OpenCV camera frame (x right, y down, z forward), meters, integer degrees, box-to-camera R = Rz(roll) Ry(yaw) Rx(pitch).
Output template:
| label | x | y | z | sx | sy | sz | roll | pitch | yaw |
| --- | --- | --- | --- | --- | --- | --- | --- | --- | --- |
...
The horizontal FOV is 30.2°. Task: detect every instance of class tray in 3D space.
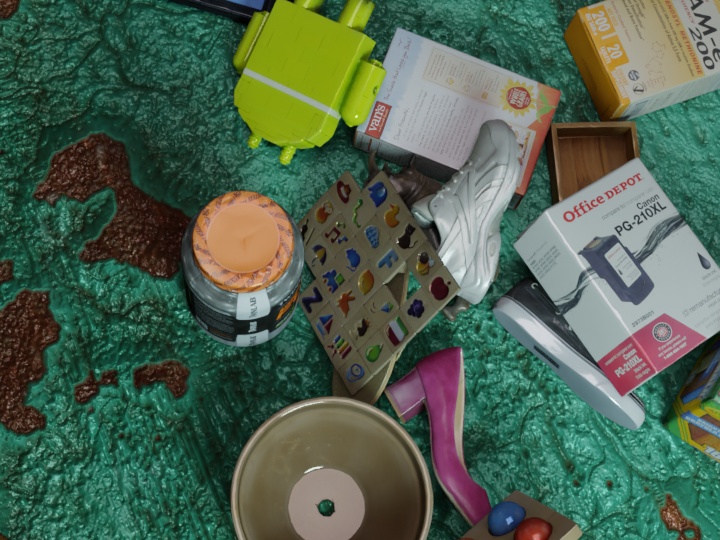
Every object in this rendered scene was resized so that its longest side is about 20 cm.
| label | x | y | z | sx | sy | sz | roll | pitch | yaw |
| --- | --- | --- | --- | --- | --- | --- | --- | --- | --- |
| tray | 0.265 | -0.065 | 1.481 | 0.098 | 0.037 | 0.201 | -2 | 73 | -6 |

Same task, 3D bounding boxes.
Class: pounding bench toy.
| label | x | y | z | sx | sy | sz | roll | pitch | yaw |
| --- | --- | --- | --- | --- | --- | --- | --- | --- | --- |
| pounding bench toy | 0.134 | 0.334 | 1.279 | 0.200 | 0.124 | 0.156 | -38 | 108 | -14 |

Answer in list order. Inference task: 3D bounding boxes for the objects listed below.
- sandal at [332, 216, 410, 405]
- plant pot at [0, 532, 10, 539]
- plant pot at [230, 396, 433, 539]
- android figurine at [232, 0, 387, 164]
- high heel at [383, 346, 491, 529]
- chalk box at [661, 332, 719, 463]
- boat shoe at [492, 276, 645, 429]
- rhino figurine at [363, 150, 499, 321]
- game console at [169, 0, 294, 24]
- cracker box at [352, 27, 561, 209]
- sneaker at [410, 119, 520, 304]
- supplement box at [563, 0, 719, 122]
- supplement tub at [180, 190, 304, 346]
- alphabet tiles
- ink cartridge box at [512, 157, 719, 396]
| label | x | y | z | sx | sy | sz | roll | pitch | yaw |
| --- | --- | --- | --- | --- | --- | --- | --- | --- | --- |
| sandal | 0.032 | 0.054 | 1.406 | 0.077 | 0.069 | 0.213 | 9 | 88 | 42 |
| plant pot | -0.348 | 0.357 | 1.232 | 0.140 | 0.200 | 0.201 | 37 | 74 | -11 |
| plant pot | -0.031 | 0.233 | 1.338 | 0.199 | 0.093 | 0.202 | 1 | 75 | -5 |
| android figurine | -0.062 | -0.216 | 1.457 | 0.181 | 0.041 | 0.201 | 25 | 95 | 24 |
| high heel | 0.111 | 0.178 | 1.382 | 0.096 | 0.067 | 0.201 | -31 | 66 | -2 |
| chalk box | 0.414 | 0.124 | 1.355 | 0.124 | 0.200 | 0.124 | 32 | 74 | 5 |
| boat shoe | 0.233 | 0.083 | 1.423 | 0.200 | 0.070 | 0.066 | 40 | 76 | 14 |
| rhino figurine | 0.072 | -0.050 | 1.444 | 0.087 | 0.060 | 0.200 | -36 | 83 | -12 |
| game console | -0.143 | -0.386 | 1.491 | 0.199 | 0.118 | 0.172 | 16 | 73 | 0 |
| cracker box | 0.106 | -0.168 | 1.484 | 0.199 | 0.058 | 0.135 | 22 | 74 | 0 |
| sneaker | 0.105 | -0.072 | 1.384 | 0.099 | 0.078 | 0.201 | 15 | 71 | -5 |
| supplement box | 0.351 | -0.259 | 1.524 | 0.199 | 0.074 | 0.127 | -20 | 78 | -11 |
| supplement tub | -0.118 | -0.002 | 1.341 | 0.122 | 0.200 | 0.123 | 1 | 75 | -5 |
| alphabet tiles | 0.000 | 0.000 | 1.390 | 0.167 | 0.008 | 0.201 | -46 | 57 | 23 |
| ink cartridge box | 0.278 | 0.004 | 1.387 | 0.144 | 0.084 | 0.201 | -29 | 78 | -27 |
